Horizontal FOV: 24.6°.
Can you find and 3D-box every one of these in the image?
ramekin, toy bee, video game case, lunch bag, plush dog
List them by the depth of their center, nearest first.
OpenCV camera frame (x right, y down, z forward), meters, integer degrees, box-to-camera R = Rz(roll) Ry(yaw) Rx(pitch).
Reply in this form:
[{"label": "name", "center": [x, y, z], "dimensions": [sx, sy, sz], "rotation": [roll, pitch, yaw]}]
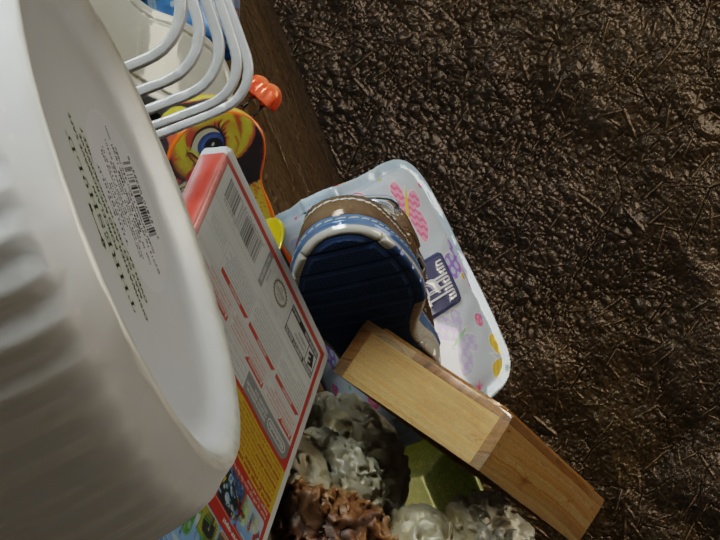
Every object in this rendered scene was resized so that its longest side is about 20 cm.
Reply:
[{"label": "ramekin", "center": [-0.111, -0.001, 0.471], "dimensions": [0.200, 0.104, 0.202], "rotation": [-21, 90, -86]}, {"label": "video game case", "center": [-0.068, 0.063, 0.745], "dimensions": [0.201, 0.017, 0.144], "rotation": [-72, 148, -43]}, {"label": "toy bee", "center": [-0.074, -0.043, 0.864], "dimensions": [0.131, 0.108, 0.201], "rotation": [49, -7, 38]}, {"label": "plush dog", "center": [-0.027, 0.140, 0.893], "dimensions": [0.199, 0.161, 0.172], "rotation": [31, -12, 48]}, {"label": "lunch bag", "center": [0.016, 0.024, 1.086], "dimensions": [0.200, 0.126, 0.171], "rotation": [-9, 74, -86]}]

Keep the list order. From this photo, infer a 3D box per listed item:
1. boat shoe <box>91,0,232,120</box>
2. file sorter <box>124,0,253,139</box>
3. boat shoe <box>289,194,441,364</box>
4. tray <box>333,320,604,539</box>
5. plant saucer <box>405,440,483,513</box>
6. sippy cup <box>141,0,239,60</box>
[{"label": "boat shoe", "center": [-0.147, -0.130, 0.877], "dimensions": [0.200, 0.060, 0.075], "rotation": [32, 56, -51]}, {"label": "file sorter", "center": [-0.127, -0.119, 0.683], "dimensions": [0.200, 0.123, 0.140], "rotation": [-1, 71, -86]}, {"label": "boat shoe", "center": [0.000, 0.000, 0.896], "dimensions": [0.200, 0.071, 0.073], "rotation": [72, 11, -65]}, {"label": "tray", "center": [0.066, 0.093, 0.918], "dimensions": [0.098, 0.037, 0.200], "rotation": [32, -4, 29]}, {"label": "plant saucer", "center": [0.044, 0.227, 1.287], "dimensions": [0.199, 0.048, 0.201], "rotation": [3, 60, -53]}, {"label": "sippy cup", "center": [-0.130, -0.189, 1.018], "dimensions": [0.177, 0.139, 0.132], "rotation": [-5, 83, -46]}]
